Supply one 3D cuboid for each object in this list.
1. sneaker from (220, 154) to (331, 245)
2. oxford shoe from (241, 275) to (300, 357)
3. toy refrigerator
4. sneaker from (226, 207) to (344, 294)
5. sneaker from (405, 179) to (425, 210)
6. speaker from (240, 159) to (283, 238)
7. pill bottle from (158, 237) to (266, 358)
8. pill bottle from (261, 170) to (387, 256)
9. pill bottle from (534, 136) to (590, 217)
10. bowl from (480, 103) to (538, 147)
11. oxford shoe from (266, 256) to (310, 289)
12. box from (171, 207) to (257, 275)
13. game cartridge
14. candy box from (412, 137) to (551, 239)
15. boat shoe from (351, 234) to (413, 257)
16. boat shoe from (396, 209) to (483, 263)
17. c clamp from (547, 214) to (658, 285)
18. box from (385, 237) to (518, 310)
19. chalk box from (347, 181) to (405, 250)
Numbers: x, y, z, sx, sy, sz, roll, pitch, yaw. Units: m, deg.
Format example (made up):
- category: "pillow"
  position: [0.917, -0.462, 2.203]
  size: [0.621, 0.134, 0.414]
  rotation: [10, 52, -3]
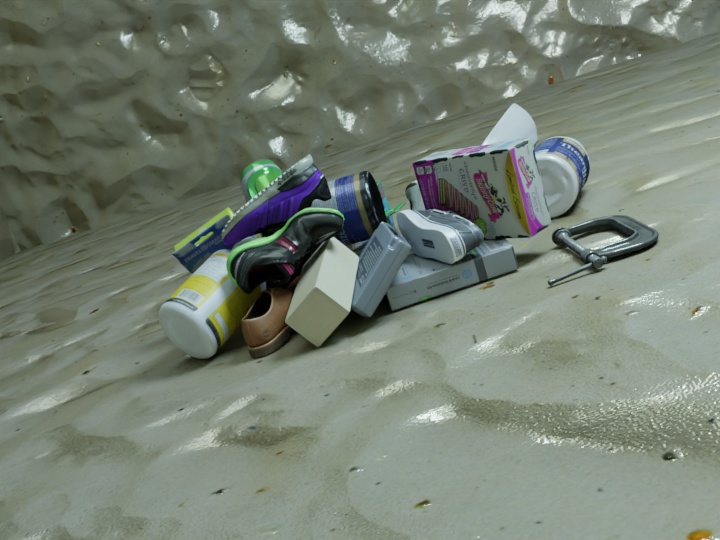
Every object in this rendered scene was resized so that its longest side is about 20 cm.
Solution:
- category: "sneaker"
  position: [-0.129, -0.085, 1.322]
  size: [0.199, 0.100, 0.070]
  rotation: [-38, 9, 13]
- category: "oxford shoe"
  position: [-0.122, 0.050, 1.292]
  size: [0.071, 0.072, 0.200]
  rotation: [-11, 22, 28]
- category: "toy refrigerator"
  position: [-0.052, 0.028, 1.252]
  size: [0.076, 0.070, 0.200]
  rotation: [-49, 13, 20]
- category: "sneaker"
  position: [-0.107, -0.026, 1.271]
  size: [0.199, 0.077, 0.084]
  rotation: [-30, 56, 5]
- category: "sneaker"
  position: [0.114, -0.103, 1.521]
  size: [0.079, 0.074, 0.201]
  rotation: [-29, 34, 1]
- category: "speaker"
  position: [-0.153, -0.105, 1.532]
  size: [0.088, 0.201, 0.089]
  rotation: [-22, -26, -12]
- category: "pill bottle"
  position: [-0.222, 0.038, 1.339]
  size: [0.111, 0.113, 0.200]
  rotation: [-5, 34, 43]
- category: "pill bottle"
  position: [-0.063, -0.088, 1.401]
  size: [0.198, 0.113, 0.112]
  rotation: [-16, 15, 12]
- category: "pill bottle"
  position: [0.347, -0.174, 1.479]
  size: [0.110, 0.112, 0.200]
  rotation: [-11, 17, 28]
- category: "bowl"
  position: [0.251, -0.180, 1.515]
  size: [0.074, 0.201, 0.200]
  rotation: [30, 48, 12]
- category: "oxford shoe"
  position: [-0.134, 0.029, 1.446]
  size: [0.199, 0.073, 0.084]
  rotation: [-30, 22, -4]
- category: "box"
  position: [-0.231, -0.021, 1.450]
  size: [0.121, 0.200, 0.048]
  rotation: [-35, 49, 2]
- category: "game cartridge"
  position: [0.021, 0.000, 1.260]
  size: [0.134, 0.041, 0.200]
  rotation: [-63, 9, 8]
- category: "candy box"
  position: [0.183, -0.119, 1.278]
  size: [0.061, 0.138, 0.199]
  rotation: [-29, 18, -38]
- category: "boat shoe"
  position: [0.000, 0.000, 1.399]
  size: [0.198, 0.071, 0.070]
  rotation: [-16, 41, -3]
- category: "boat shoe"
  position: [0.120, -0.062, 1.276]
  size: [0.067, 0.072, 0.200]
  rotation: [-25, 18, -16]
- category: "c clamp"
  position: [0.329, -0.042, 1.188]
  size: [0.169, 0.027, 0.200]
  rotation: [-18, 15, 6]
- category: "box"
  position: [0.130, -0.006, 1.284]
  size: [0.198, 0.042, 0.156]
  rotation: [-18, 14, 1]
- category: "chalk box"
  position: [-0.007, -0.088, 1.594]
  size: [0.198, 0.125, 0.124]
  rotation: [-11, 14, 24]
